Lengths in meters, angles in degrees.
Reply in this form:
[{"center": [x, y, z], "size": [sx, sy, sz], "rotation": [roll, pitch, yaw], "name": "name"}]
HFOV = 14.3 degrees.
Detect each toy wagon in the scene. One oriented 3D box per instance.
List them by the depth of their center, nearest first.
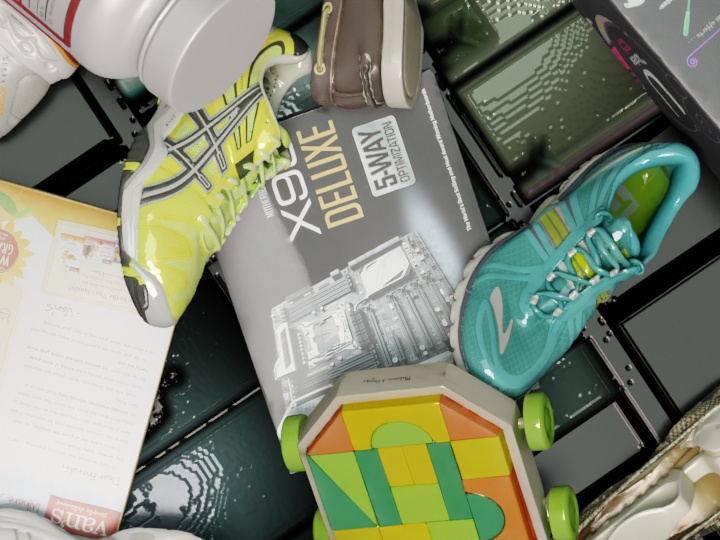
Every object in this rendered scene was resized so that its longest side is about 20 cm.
[{"center": [0.046, 0.139, 1.647], "size": [0.154, 0.040, 0.201], "rotation": [-6, 124, 17], "name": "toy wagon"}]

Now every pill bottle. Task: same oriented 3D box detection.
[{"center": [-0.147, -0.180, 1.600], "size": [0.200, 0.112, 0.112], "rotation": [39, 89, 18], "name": "pill bottle"}]

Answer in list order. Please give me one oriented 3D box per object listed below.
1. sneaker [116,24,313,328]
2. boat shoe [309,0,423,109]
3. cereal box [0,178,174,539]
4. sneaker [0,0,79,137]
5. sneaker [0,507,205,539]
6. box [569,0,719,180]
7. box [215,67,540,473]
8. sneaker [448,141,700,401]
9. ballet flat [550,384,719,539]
[{"center": [-0.083, -0.061, 1.623], "size": [0.076, 0.075, 0.201], "rotation": [8, 67, 16], "name": "sneaker"}, {"center": [0.006, -0.188, 1.676], "size": [0.059, 0.072, 0.201], "rotation": [-2, 70, 14], "name": "boat shoe"}, {"center": [-0.189, 0.057, 1.696], "size": [0.143, 0.040, 0.201], "rotation": [16, 90, -3], "name": "cereal box"}, {"center": [-0.266, -0.155, 1.682], "size": [0.200, 0.076, 0.092], "rotation": [40, 93, 1], "name": "sneaker"}, {"center": [-0.177, 0.195, 1.641], "size": [0.199, 0.100, 0.078], "rotation": [-1, 128, 10], "name": "sneaker"}, {"center": [0.221, -0.127, 1.666], "size": [0.106, 0.122, 0.200], "rotation": [-41, 90, -2], "name": "box"}, {"center": [0.000, 0.000, 1.696], "size": [0.157, 0.050, 0.201], "rotation": [-18, 90, -1], "name": "box"}, {"center": [0.123, -0.007, 1.650], "size": [0.078, 0.080, 0.200], "rotation": [46, 65, -14], "name": "sneaker"}, {"center": [0.190, 0.130, 1.686], "size": [0.200, 0.075, 0.068], "rotation": [-39, 89, -2], "name": "ballet flat"}]
